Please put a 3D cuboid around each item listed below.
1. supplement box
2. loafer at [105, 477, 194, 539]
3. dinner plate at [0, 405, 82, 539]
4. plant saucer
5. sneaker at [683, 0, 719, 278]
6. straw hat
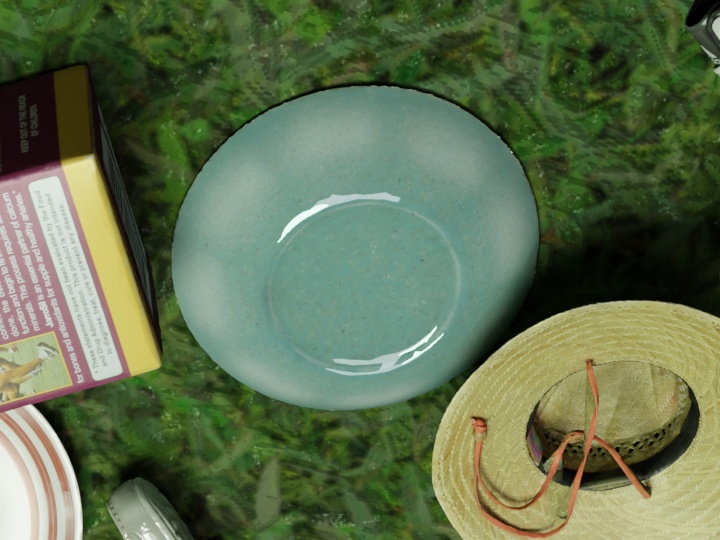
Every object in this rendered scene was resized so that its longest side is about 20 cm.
[{"bbox_3d":[-0.211,-0.002,1.251,0.198,0.103,0.132,-14,122,-1],"label":"supplement box"},{"bbox_3d":[-0.108,0.204,1.411,0.069,0.070,0.201,-22,123,-5],"label":"loafer"},{"bbox_3d":[-0.250,0.141,1.353,0.198,0.024,0.202,-3,101,-14],"label":"dinner plate"},{"bbox_3d":[0.000,0.000,1.323,0.199,0.039,0.202,-4,121,-6],"label":"plant saucer"},{"bbox_3d":[0.206,-0.086,1.293,0.115,0.076,0.202,21,108,-10],"label":"sneaker"},{"bbox_3d":[0.135,0.073,1.360,0.199,0.085,0.202,0,123,0],"label":"straw hat"}]
